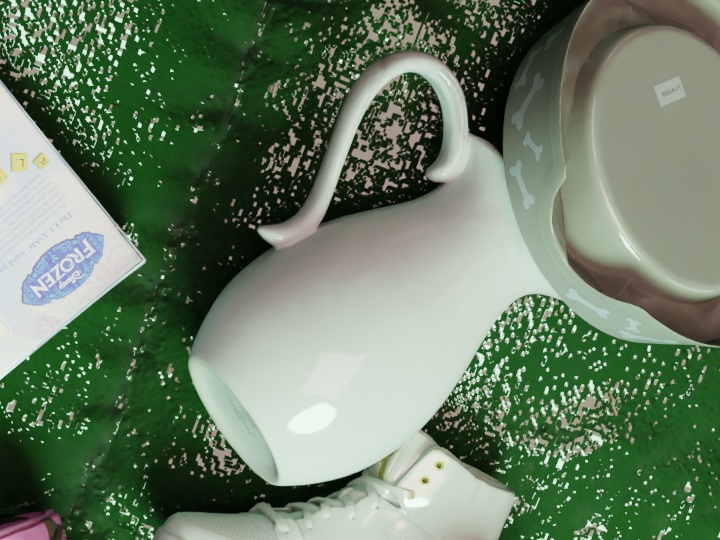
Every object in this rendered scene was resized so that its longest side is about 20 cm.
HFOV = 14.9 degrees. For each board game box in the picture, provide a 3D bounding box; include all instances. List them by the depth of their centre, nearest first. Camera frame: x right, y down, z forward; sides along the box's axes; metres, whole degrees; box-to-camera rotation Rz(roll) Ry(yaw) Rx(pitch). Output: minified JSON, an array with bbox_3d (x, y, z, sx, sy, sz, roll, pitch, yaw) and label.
[{"bbox_3d":[-0.245,-0.020,1.380,0.200,0.041,0.200,-39,109,-5],"label":"board game box"}]

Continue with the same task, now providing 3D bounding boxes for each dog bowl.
[{"bbox_3d":[0.155,-0.054,1.440,0.199,0.058,0.202,14,69,-39],"label":"dog bowl"}]

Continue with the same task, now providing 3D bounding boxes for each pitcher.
[{"bbox_3d":[0.000,0.000,1.424,0.200,0.121,0.172,-36,105,-17],"label":"pitcher"}]

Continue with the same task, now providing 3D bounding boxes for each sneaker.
[{"bbox_3d":[-0.011,0.127,1.473,0.199,0.074,0.116,16,95,-29],"label":"sneaker"}]

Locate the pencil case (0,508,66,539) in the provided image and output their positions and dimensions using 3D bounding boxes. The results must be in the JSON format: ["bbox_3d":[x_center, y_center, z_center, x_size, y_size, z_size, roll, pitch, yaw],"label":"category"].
[{"bbox_3d":[-0.166,0.227,1.420,0.091,0.093,0.201,-19,91,-50],"label":"pencil case"}]
